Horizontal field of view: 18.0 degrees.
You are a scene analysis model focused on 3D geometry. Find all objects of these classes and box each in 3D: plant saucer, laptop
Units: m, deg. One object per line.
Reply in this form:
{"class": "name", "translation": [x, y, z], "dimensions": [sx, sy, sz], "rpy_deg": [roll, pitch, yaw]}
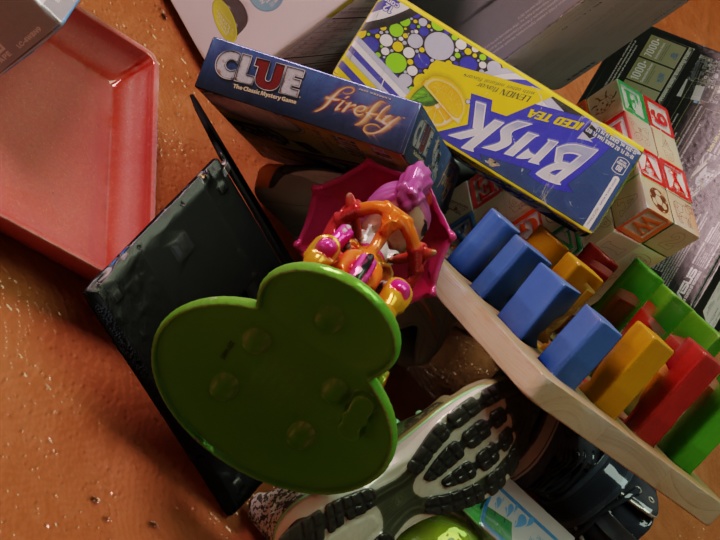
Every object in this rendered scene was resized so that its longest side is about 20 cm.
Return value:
{"class": "plant saucer", "translation": [-0.208, -0.095, 1.357], "dimensions": [0.200, 0.037, 0.200], "rpy_deg": [31, 41, -35]}
{"class": "laptop", "translation": [-0.092, 0.016, 1.397], "dimensions": [0.200, 0.103, 0.177], "rpy_deg": [-48, 122, -32]}

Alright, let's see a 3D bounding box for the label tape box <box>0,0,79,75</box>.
{"class": "label tape box", "translation": [-0.240, -0.233, 1.341], "dimensions": [0.200, 0.066, 0.143], "rpy_deg": [48, 33, -17]}

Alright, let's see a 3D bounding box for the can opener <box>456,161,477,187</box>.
{"class": "can opener", "translation": [0.015, -0.069, 1.611], "dimensions": [0.200, 0.066, 0.053], "rpy_deg": [-16, 76, -52]}

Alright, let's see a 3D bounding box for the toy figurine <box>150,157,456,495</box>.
{"class": "toy figurine", "translation": [-0.006, 0.000, 1.302], "dimensions": [0.150, 0.200, 0.184], "rpy_deg": [32, 50, -2]}

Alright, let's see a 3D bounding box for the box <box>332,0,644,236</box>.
{"class": "box", "translation": [0.083, -0.102, 1.490], "dimensions": [0.200, 0.070, 0.064], "rpy_deg": [32, 0, 2]}

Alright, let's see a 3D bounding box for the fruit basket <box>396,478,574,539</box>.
{"class": "fruit basket", "translation": [0.064, 0.217, 1.399], "dimensions": [0.185, 0.094, 0.200], "rpy_deg": [44, 38, -20]}

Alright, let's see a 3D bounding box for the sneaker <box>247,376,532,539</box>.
{"class": "sneaker", "translation": [0.014, 0.112, 1.368], "dimensions": [0.200, 0.089, 0.077], "rpy_deg": [-29, 126, -23]}

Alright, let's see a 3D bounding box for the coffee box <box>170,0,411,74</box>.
{"class": "coffee box", "translation": [-0.024, -0.262, 1.594], "dimensions": [0.200, 0.198, 0.200], "rpy_deg": [-16, 75, -59]}

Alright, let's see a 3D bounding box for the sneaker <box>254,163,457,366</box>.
{"class": "sneaker", "translation": [0.000, 0.000, 1.505], "dimensions": [0.200, 0.076, 0.092], "rpy_deg": [33, 74, -36]}

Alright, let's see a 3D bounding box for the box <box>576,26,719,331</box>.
{"class": "box", "translation": [0.230, -0.064, 1.705], "dimensions": [0.200, 0.164, 0.086], "rpy_deg": [-59, 155, -15]}

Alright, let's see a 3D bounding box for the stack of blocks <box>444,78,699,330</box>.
{"class": "stack of blocks", "translation": [0.133, -0.030, 1.600], "dimensions": [0.059, 0.200, 0.115], "rpy_deg": [26, 43, -39]}

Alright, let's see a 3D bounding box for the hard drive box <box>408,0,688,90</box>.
{"class": "hard drive box", "translation": [0.141, -0.193, 1.600], "dimensions": [0.077, 0.156, 0.200], "rpy_deg": [61, 27, 9]}

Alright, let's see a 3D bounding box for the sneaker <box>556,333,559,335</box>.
{"class": "sneaker", "translation": [0.192, 0.093, 1.704], "dimensions": [0.200, 0.075, 0.089], "rpy_deg": [13, 66, -49]}

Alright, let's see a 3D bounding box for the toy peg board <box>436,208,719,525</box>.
{"class": "toy peg board", "translation": [0.150, 0.036, 1.451], "dimensions": [0.199, 0.098, 0.200], "rpy_deg": [36, 8, -38]}

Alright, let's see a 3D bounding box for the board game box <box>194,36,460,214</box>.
{"class": "board game box", "translation": [-0.016, -0.088, 1.429], "dimensions": [0.135, 0.035, 0.200], "rpy_deg": [19, -5, 11]}

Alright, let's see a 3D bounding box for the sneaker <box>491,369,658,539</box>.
{"class": "sneaker", "translation": [0.143, 0.143, 1.549], "dimensions": [0.146, 0.077, 0.202], "rpy_deg": [54, 15, -7]}
